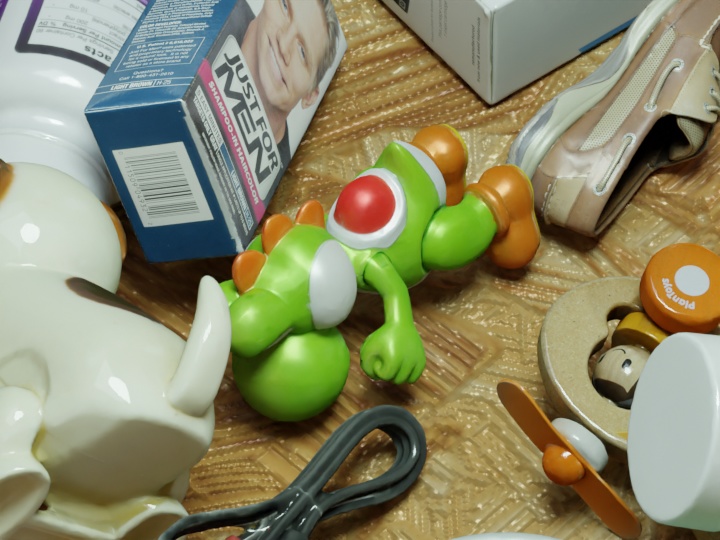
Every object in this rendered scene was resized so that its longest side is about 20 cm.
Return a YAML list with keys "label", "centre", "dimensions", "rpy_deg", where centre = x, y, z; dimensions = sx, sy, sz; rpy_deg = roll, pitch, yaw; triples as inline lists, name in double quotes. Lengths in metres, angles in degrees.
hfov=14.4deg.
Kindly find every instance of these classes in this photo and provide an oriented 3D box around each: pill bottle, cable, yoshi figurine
- label: "pill bottle"
  centre: [-0.155, -0.104, 1.548]
  dimensions: [0.111, 0.112, 0.201]
  rpy_deg: [9, 53, 8]
- label: "cable"
  centre: [-0.045, 0.128, 1.393]
  dimensions: [0.097, 0.050, 0.200]
  rpy_deg: [46, 50, -13]
- label: "yoshi figurine"
  centre: [-0.003, 0.010, 1.483]
  dimensions: [0.200, 0.112, 0.112]
  rpy_deg: [-30, 90, -35]
- label: "pill bottle"
  centre: [0.233, 0.085, 1.348]
  dimensions: [0.199, 0.115, 0.115]
  rpy_deg: [8, 49, -21]

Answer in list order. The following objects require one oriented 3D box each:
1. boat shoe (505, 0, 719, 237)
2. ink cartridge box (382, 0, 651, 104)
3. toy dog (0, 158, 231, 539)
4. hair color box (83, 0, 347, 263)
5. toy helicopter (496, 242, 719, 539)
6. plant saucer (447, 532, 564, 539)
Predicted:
- label: "boat shoe"
  centre: [0.163, -0.089, 1.558]
  dimensions: [0.072, 0.076, 0.200]
  rpy_deg: [38, 71, 23]
- label: "ink cartridge box"
  centre: [0.069, -0.211, 1.643]
  dimensions: [0.145, 0.084, 0.200]
  rpy_deg: [-31, 57, -20]
- label: "toy dog"
  centre: [-0.157, 0.034, 1.391]
  dimensions: [0.139, 0.194, 0.200]
  rpy_deg: [12, 38, -37]
- label: "hair color box"
  centre: [-0.073, -0.104, 1.520]
  dimensions: [0.060, 0.100, 0.200]
  rpy_deg: [-5, 36, 22]
- label: "toy helicopter"
  centre: [0.151, 0.092, 1.413]
  dimensions: [0.132, 0.079, 0.200]
  rpy_deg: [-20, 66, -22]
- label: "plant saucer"
  centre: [0.073, 0.220, 1.315]
  dimensions: [0.199, 0.050, 0.201]
  rpy_deg: [4, 57, -7]
